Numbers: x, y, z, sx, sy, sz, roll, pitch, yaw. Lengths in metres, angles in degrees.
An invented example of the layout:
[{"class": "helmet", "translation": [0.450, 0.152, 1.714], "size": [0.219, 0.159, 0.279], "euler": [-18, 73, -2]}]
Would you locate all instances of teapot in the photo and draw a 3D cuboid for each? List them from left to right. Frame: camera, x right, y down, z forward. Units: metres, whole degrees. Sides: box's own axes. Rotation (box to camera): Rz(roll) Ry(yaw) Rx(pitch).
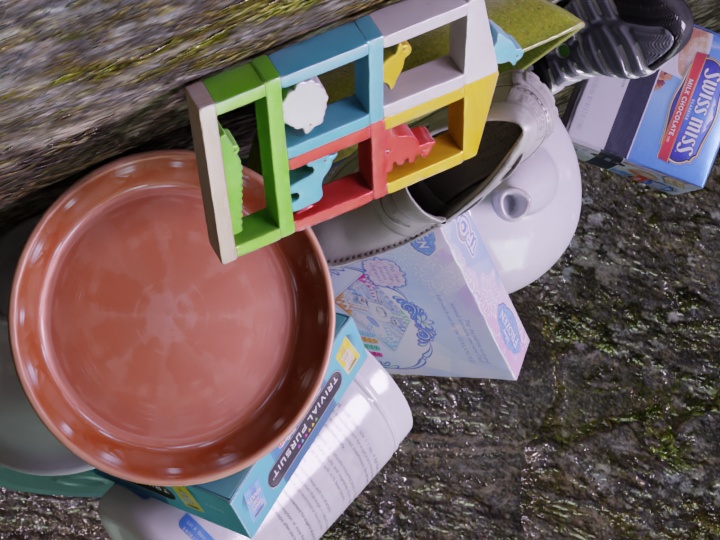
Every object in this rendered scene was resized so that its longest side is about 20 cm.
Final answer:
[{"class": "teapot", "translation": [0.057, -0.056, 1.292], "size": [0.145, 0.197, 0.201], "euler": [-30, 150, -38]}]

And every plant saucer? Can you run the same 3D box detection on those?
[{"class": "plant saucer", "translation": [-0.207, 0.141, 1.273], "size": [0.197, 0.036, 0.200], "euler": [2, 164, 0]}, {"class": "plant saucer", "translation": [-0.114, 0.028, 1.038], "size": [0.199, 0.202, 0.032], "euler": [-24, -175, -14]}, {"class": "plant saucer", "translation": [0.019, -0.117, 1.077], "size": [0.198, 0.048, 0.200], "euler": [-25, 180, -13]}]

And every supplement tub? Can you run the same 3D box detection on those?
[{"class": "supplement tub", "translation": [-0.072, 0.138, 1.187], "size": [0.200, 0.132, 0.132], "euler": [-45, -173, -20]}]

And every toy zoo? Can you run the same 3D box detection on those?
[{"class": "toy zoo", "translation": [0.003, -0.087, 0.946], "size": [0.198, 0.021, 0.132], "euler": [-23, 146, -15]}]

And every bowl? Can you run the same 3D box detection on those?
[{"class": "bowl", "translation": [-0.188, 0.024, 1.108], "size": [0.199, 0.091, 0.202], "euler": [-13, -135, 14]}]

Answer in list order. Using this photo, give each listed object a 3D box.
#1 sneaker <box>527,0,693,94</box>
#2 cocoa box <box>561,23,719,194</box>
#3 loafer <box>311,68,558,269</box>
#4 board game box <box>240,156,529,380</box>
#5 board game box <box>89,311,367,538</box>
[{"class": "sneaker", "translation": [0.204, -0.195, 1.332], "size": [0.115, 0.076, 0.199], "euler": [-30, -167, -34]}, {"class": "cocoa box", "translation": [0.260, -0.152, 1.544], "size": [0.200, 0.130, 0.135], "euler": [-19, 130, -87]}, {"class": "loafer", "translation": [0.034, -0.057, 1.071], "size": [0.199, 0.070, 0.070], "euler": [-35, -171, 30]}, {"class": "board game box", "translation": [0.000, 0.000, 1.239], "size": [0.197, 0.201, 0.044], "euler": [2, -130, 30]}, {"class": "board game box", "translation": [-0.118, 0.075, 1.136], "size": [0.198, 0.047, 0.152], "euler": [17, -121, 30]}]
